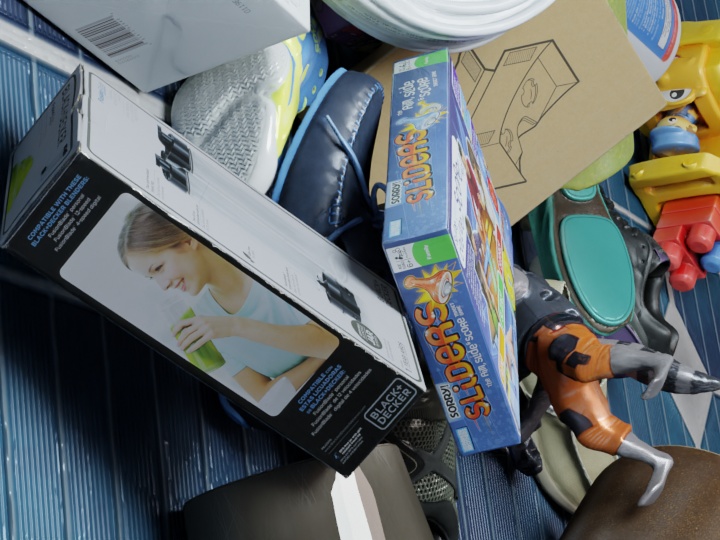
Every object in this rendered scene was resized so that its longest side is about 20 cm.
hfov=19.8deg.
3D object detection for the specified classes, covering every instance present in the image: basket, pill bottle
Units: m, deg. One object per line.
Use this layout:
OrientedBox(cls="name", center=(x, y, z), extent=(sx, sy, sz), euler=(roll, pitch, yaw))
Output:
OrientedBox(cls="basket", center=(-0.009, 0.196, 1.008), extent=(0.180, 0.136, 0.200), euler=(-2, 73, -55))
OrientedBox(cls="pill bottle", center=(0.164, -0.213, 1.601), extent=(0.200, 0.112, 0.112), euler=(27, 51, -57))

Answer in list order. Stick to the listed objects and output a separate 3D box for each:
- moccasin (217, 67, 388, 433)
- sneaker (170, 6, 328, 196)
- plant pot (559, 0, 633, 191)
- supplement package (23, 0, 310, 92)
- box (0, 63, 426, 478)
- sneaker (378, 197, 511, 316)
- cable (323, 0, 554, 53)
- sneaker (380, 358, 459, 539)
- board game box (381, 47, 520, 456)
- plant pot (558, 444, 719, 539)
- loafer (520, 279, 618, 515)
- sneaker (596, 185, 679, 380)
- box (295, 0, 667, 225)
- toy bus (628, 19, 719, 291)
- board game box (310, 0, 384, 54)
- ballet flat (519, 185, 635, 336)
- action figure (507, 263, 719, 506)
OrientedBox(cls="moccasin", center=(-0.014, -0.007, 1.103), extent=(0.080, 0.068, 0.200), euler=(33, 72, -73))
OrientedBox(cls="sneaker", center=(-0.050, -0.104, 1.162), extent=(0.105, 0.076, 0.200), euler=(42, 39, -48))
OrientedBox(cls="plant pot", center=(0.104, -0.150, 1.389), extent=(0.200, 0.200, 0.185), euler=(-53, 133, -59))
OrientedBox(cls="supplement package", center=(-0.101, -0.217, 1.089), extent=(0.114, 0.109, 0.200), euler=(38, 43, -50))
OrientedBox(cls="box", center=(-0.069, -0.001, 0.964), extent=(0.200, 0.060, 0.117), euler=(36, 16, -21))
OrientedBox(cls="sneaker", center=(0.000, 0.000, 1.217), extent=(0.200, 0.078, 0.070), euler=(-16, 92, -43))
OrientedBox(cls="cable", center=(0.039, -0.223, 1.184), extent=(0.200, 0.069, 0.200), euler=(27, 69, -13))
OrientedBox(cls="sneaker", center=(0.029, 0.106, 1.204), extent=(0.199, 0.076, 0.114), euler=(-19, 115, -80))
OrientedBox(cls="board game box", center=(0.050, -0.015, 1.099), extent=(0.200, 0.034, 0.136), euler=(-85, 158, -59))
OrientedBox(cls="plant pot", center=(0.177, 0.240, 1.314), extent=(0.200, 0.187, 0.187), euler=(-36, 108, -48))
OrientedBox(cls="loafer", center=(0.144, 0.089, 1.433), extent=(0.200, 0.068, 0.076), euler=(61, 29, -23))
OrientedBox(cls="sneaker", center=(0.192, -0.019, 1.567), extent=(0.076, 0.087, 0.200), euler=(2, 73, -62))
OrientedBox(cls="box", center=(0.079, -0.101, 1.295), extent=(0.164, 0.200, 0.021), euler=(52, 0, -35))
OrientedBox(cls="toy bus", center=(0.293, -0.088, 1.785), extent=(0.200, 0.136, 0.192), euler=(53, 48, -31))
OrientedBox(cls="board game box", center=(-0.039, -0.231, 1.252), extent=(0.200, 0.032, 0.120), euler=(67, 14, 3))
OrientedBox(cls="ballet flat", center=(0.149, -0.032, 1.505), extent=(0.067, 0.070, 0.200), euler=(2, 61, -29))
OrientedBox(cls="action figure", center=(0.130, 0.066, 1.327), extent=(0.193, 0.105, 0.200), euler=(38, -16, 34))
